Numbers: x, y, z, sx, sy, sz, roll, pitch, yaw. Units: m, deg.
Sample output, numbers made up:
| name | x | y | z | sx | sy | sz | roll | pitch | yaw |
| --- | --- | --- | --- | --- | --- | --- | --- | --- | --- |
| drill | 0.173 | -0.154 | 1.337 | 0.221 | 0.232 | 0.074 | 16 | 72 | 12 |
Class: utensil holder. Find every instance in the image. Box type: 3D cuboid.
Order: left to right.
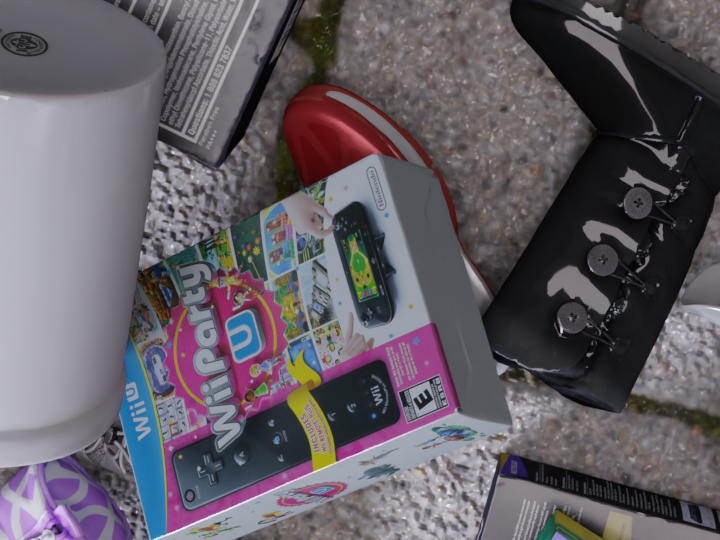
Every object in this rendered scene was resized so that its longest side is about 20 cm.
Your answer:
| name | x | y | z | sx | sy | sz | roll | pitch | yaw |
| --- | --- | --- | --- | --- | --- | --- | --- | --- | --- |
| utensil holder | -0.188 | -0.029 | 1.103 | 0.170 | 0.170 | 0.200 | 14 | 116 | 1 |

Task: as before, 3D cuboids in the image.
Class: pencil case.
| name | x | y | z | sx | sy | sz | roll | pitch | yaw |
| --- | --- | --- | --- | --- | --- | --- | --- | --- | --- |
| pencil case | -0.220 | 0.189 | 1.248 | 0.200 | 0.086 | 0.084 | -42 | 98 | 13 |

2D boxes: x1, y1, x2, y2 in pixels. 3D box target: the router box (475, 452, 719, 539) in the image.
| name | x | y | z | sx | sy | sz | roll | pitch | yaw |
| --- | --- | --- | --- | --- | --- | --- | --- | --- | --- |
| router box | 0.131 | 0.225 | 1.289 | 0.157 | 0.052 | 0.200 | 15 | 101 | 1 |

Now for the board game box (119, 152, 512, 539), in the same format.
| name | x | y | z | sx | sy | sz | roll | pitch | yaw |
| --- | --- | --- | --- | --- | --- | --- | --- | --- | --- |
| board game box | -0.035 | 0.047 | 1.166 | 0.200 | 0.064 | 0.148 | -26 | 70 | 28 |

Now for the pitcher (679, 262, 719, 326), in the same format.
| name | x | y | z | sx | sy | sz | roll | pitch | yaw |
| --- | --- | --- | --- | --- | --- | --- | --- | --- | --- |
| pitcher | 0.286 | 0.082 | 1.206 | 0.171 | 0.121 | 0.200 | -14 | 105 | 25 |

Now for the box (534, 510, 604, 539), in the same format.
| name | x | y | z | sx | sy | sz | roll | pitch | yaw |
| --- | --- | --- | --- | --- | --- | --- | --- | --- | --- |
| box | 0.163 | 0.240 | 1.239 | 0.200 | 0.048 | 0.117 | 32 | 102 | -3 |

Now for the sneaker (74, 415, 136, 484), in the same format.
| name | x | y | z | sx | sy | sz | roll | pitch | yaw |
| --- | --- | --- | --- | --- | --- | --- | --- | --- | --- |
| sneaker | -0.130 | 0.085 | 1.266 | 0.200 | 0.082 | 0.075 | 15 | 101 | 1 |

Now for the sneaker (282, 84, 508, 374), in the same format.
| name | x | y | z | sx | sy | sz | roll | pitch | yaw |
| --- | --- | --- | --- | --- | --- | --- | --- | --- | --- |
| sneaker | 0.000 | 0.000 | 1.218 | 0.200 | 0.116 | 0.078 | 54 | 141 | -5 |

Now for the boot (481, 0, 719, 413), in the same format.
| name | x | y | z | sx | sy | sz | roll | pitch | yaw |
| --- | --- | --- | --- | --- | --- | --- | --- | --- | --- |
| boot | 0.116 | -0.041 | 1.222 | 0.165 | 0.066 | 0.200 | 28 | 93 | -2 |

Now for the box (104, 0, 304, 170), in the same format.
| name | x | y | z | sx | sy | sz | roll | pitch | yaw |
| --- | --- | --- | --- | --- | --- | --- | --- | --- | --- |
| box | -0.120 | -0.192 | 1.195 | 0.198 | 0.123 | 0.200 | 26 | 102 | -2 |
